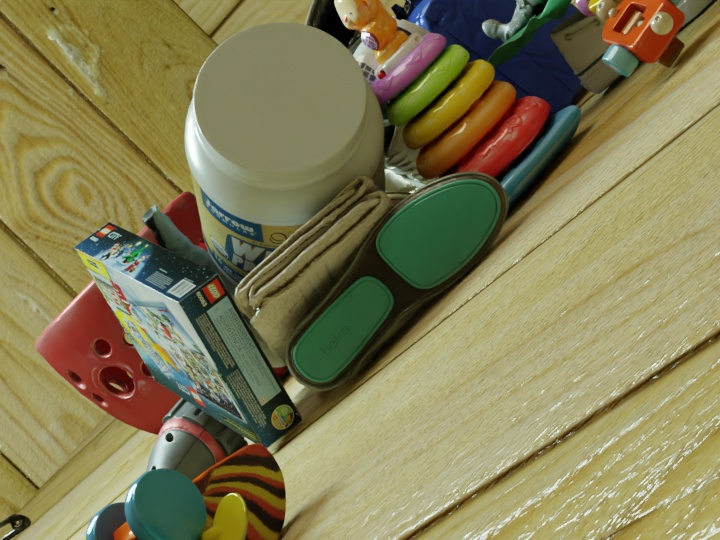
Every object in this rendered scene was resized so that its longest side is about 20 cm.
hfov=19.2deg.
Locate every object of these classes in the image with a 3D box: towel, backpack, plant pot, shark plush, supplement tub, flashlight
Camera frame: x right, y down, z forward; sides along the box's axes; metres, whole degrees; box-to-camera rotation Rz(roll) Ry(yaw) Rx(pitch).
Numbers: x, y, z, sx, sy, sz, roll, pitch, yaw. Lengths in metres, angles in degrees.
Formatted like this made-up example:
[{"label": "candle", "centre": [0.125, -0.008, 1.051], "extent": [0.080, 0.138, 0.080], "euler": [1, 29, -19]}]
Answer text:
[{"label": "towel", "centre": [-0.017, 0.010, 1.538], "extent": [0.132, 0.035, 0.200], "euler": [-41, -21, -1]}, {"label": "backpack", "centre": [0.082, -0.164, 1.796], "extent": [0.168, 0.162, 0.200], "euler": [-51, 7, -20]}, {"label": "plant pot", "centre": [-0.164, 0.058, 1.923], "extent": [0.200, 0.182, 0.200], "euler": [-46, 5, 6]}, {"label": "shark plush", "centre": [-0.098, 0.016, 1.679], "extent": [0.091, 0.200, 0.084], "euler": [-27, 34, 59]}, {"label": "supplement tub", "centre": [-0.053, -0.077, 1.556], "extent": [0.145, 0.144, 0.200], "euler": [-47, -19, -18]}, {"label": "flashlight", "centre": [-0.164, 0.182, 1.617], "extent": [0.068, 0.068, 0.200], "euler": [2, 41, 40]}]

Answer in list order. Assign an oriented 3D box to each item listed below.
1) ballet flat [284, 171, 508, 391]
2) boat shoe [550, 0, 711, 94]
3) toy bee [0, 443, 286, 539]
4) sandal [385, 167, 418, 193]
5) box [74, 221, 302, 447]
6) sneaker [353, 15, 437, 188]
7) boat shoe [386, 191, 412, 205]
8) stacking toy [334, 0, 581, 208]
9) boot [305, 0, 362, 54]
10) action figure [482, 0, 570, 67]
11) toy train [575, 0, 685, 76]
[{"label": "ballet flat", "centre": [0.024, 0.003, 1.481], "extent": [0.200, 0.067, 0.064], "euler": [-45, -2, 12]}, {"label": "boat shoe", "centre": [0.216, -0.209, 1.572], "extent": [0.200, 0.067, 0.074], "euler": [-43, 6, 34]}, {"label": "toy bee", "centre": [-0.116, 0.174, 1.187], "extent": [0.199, 0.109, 0.131], "euler": [-21, -13, -21]}, {"label": "sandal", "centre": [0.032, -0.045, 1.833], "extent": [0.054, 0.081, 0.200], "euler": [-25, -7, -20]}, {"label": "box", "centre": [-0.132, 0.045, 1.593], "extent": [0.038, 0.137, 0.200], "euler": [-38, 28, -17]}, {"label": "sneaker", "centre": [0.037, -0.105, 1.660], "extent": [0.076, 0.200, 0.081], "euler": [12, 56, 36]}, {"label": "boat shoe", "centre": [-0.001, 0.000, 1.752], "extent": [0.200, 0.072, 0.068], "euler": [-44, 42, 51]}, {"label": "stacking toy", "centre": [0.052, -0.133, 1.551], "extent": [0.110, 0.200, 0.116], "euler": [-47, 9, -21]}, {"label": "boot", "centre": [-0.029, -0.122, 1.791], "extent": [0.200, 0.072, 0.183], "euler": [114, 162, -59]}, {"label": "action figure", "centre": [0.147, -0.225, 1.575], "extent": [0.118, 0.055, 0.200], "euler": [-52, 1, -24]}, {"label": "toy train", "centre": [0.224, -0.215, 1.466], "extent": [0.200, 0.056, 0.150], "euler": [-57, 21, -5]}]
